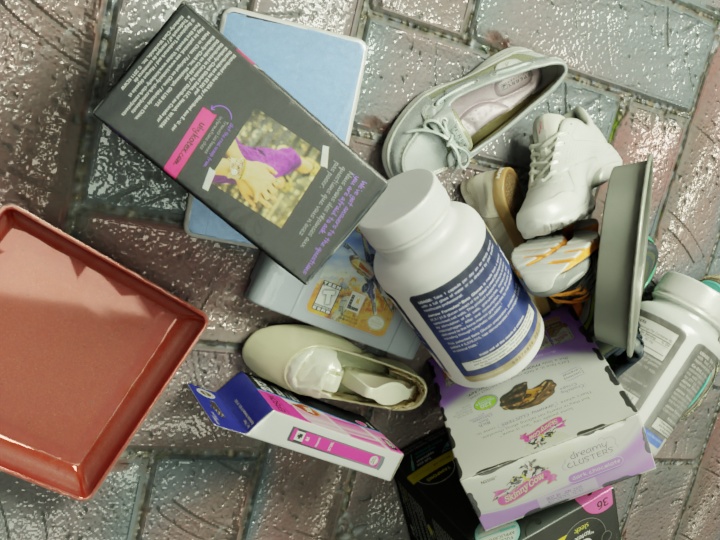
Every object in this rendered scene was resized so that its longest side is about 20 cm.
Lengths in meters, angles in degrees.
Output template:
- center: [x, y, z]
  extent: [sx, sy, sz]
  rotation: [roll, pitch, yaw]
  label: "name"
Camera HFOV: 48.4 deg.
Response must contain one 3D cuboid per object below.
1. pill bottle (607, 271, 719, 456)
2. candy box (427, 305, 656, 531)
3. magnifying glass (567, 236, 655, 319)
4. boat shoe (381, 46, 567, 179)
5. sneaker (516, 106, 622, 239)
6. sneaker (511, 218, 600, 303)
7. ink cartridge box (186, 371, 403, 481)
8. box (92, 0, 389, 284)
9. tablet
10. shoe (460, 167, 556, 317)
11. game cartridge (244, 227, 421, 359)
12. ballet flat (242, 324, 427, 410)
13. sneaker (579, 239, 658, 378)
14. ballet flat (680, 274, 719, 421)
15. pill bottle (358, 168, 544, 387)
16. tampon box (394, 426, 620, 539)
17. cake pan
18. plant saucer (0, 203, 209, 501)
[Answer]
- center: [0.352, 0.108, 0.951]
  extent: [0.114, 0.114, 0.200]
  rotation: [35, 89, -30]
  label: "pill bottle"
- center: [0.168, 0.137, 0.790]
  extent: [0.168, 0.200, 0.072]
  rotation: [-22, 116, 7]
  label: "candy box"
- center: [0.274, 0.030, 0.942]
  extent: [0.200, 0.022, 0.080]
  rotation: [-38, 119, -10]
  label: "magnifying glass"
- center: [0.109, -0.151, 0.777]
  extent: [0.202, 0.065, 0.074]
  rotation: [-34, 117, -14]
  label: "boat shoe"
- center: [0.194, -0.104, 0.809]
  extent: [0.099, 0.078, 0.200]
  rotation: [58, 40, -13]
  label: "sneaker"
- center: [0.206, -0.001, 0.795]
  extent: [0.200, 0.078, 0.077]
  rotation: [-26, 109, -60]
  label: "sneaker"
- center: [-0.061, 0.144, 0.765]
  extent: [0.200, 0.095, 0.037]
  rotation: [23, 94, -30]
  label: "ink cartridge box"
- center: [-0.094, -0.096, 0.633]
  extent: [0.200, 0.122, 0.106]
  rotation: [40, 88, -16]
  label: "box"
- center: [-0.074, -0.117, 0.704]
  extent: [0.130, 0.014, 0.200]
  rotation: [10, 98, -13]
  label: "tablet"
- center: [0.164, -0.024, 0.857]
  extent: [0.200, 0.053, 0.070]
  rotation: [62, 35, -30]
  label: "shoe"
- center: [0.000, 0.000, 0.787]
  extent: [0.200, 0.042, 0.133]
  rotation: [22, 99, -30]
  label: "game cartridge"
- center: [-0.018, 0.102, 0.790]
  extent: [0.200, 0.069, 0.070]
  rotation: [16, 98, -30]
  label: "ballet flat"
- center: [0.292, 0.061, 0.902]
  extent: [0.074, 0.081, 0.200]
  rotation: [19, 96, -32]
  label: "sneaker"
- center: [0.437, 0.104, 1.026]
  extent: [0.075, 0.068, 0.200]
  rotation: [11, 98, -45]
  label: "ballet flat"
- center: [0.082, 0.007, 0.746]
  extent: [0.111, 0.111, 0.200]
  rotation: [-42, 119, -9]
  label: "pill bottle"
- center: [0.150, 0.259, 0.846]
  extent: [0.150, 0.200, 0.126]
  rotation: [-23, 115, -19]
  label: "tampon box"
- center: [0.260, -0.016, 0.789]
  extent: [0.200, 0.037, 0.200]
  rotation: [7, 90, -69]
  label: "cake pan"
- center: [-0.264, 0.072, 0.676]
  extent: [0.200, 0.037, 0.200]
  rotation: [34, 88, -30]
  label: "plant saucer"
